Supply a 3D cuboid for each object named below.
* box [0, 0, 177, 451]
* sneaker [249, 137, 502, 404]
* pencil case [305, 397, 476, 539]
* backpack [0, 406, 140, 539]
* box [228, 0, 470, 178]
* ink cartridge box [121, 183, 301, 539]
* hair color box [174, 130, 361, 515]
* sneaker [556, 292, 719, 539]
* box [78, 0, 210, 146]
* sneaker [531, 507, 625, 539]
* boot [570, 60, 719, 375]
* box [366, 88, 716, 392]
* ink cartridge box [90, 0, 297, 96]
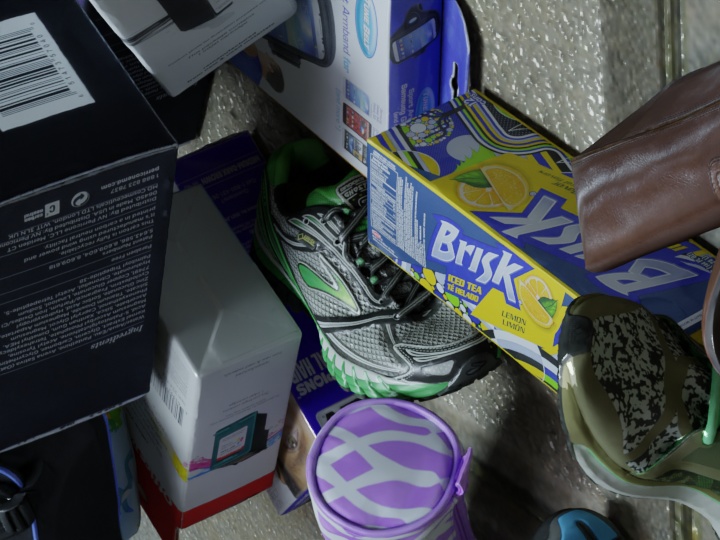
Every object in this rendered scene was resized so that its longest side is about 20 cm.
[{"bbox_3d":[-0.176,-0.030,1.040,0.148,0.104,0.201,53,149,30],"label":"box"},{"bbox_3d":[0.000,0.000,1.080,0.200,0.078,0.086,39,142,42],"label":"sneaker"},{"bbox_3d":[0.027,0.142,1.078,0.085,0.084,0.200,13,154,19],"label":"pencil case"},{"bbox_3d":[-0.230,0.122,1.188,0.199,0.147,0.184,11,128,23],"label":"backpack"},{"bbox_3d":[-0.017,-0.129,1.051,0.200,0.041,0.120,43,145,41],"label":"box"},{"bbox_3d":[-0.099,0.062,1.176,0.116,0.067,0.201,55,153,26],"label":"ink cartridge box"},{"bbox_3d":[-0.057,0.033,1.223,0.201,0.065,0.109,59,153,10],"label":"hair color box"},{"bbox_3d":[0.155,0.059,0.799,0.088,0.199,0.077,-19,51,42],"label":"sneaker"},{"bbox_3d":[-0.161,-0.168,1.204,0.148,0.104,0.200,52,149,23],"label":"box"},{"bbox_3d":[0.092,0.193,1.075,0.082,0.073,0.201,43,144,40],"label":"sneaker"},{"bbox_3d":[0.124,-0.018,0.752,0.064,0.187,0.200,47,153,-15],"label":"boot"},{"bbox_3d":[0.087,-0.002,0.931,0.200,0.070,0.065,40,145,40],"label":"box"},{"bbox_3d":[-0.110,-0.178,0.946,0.145,0.084,0.200,55,179,9],"label":"ink cartridge box"}]
